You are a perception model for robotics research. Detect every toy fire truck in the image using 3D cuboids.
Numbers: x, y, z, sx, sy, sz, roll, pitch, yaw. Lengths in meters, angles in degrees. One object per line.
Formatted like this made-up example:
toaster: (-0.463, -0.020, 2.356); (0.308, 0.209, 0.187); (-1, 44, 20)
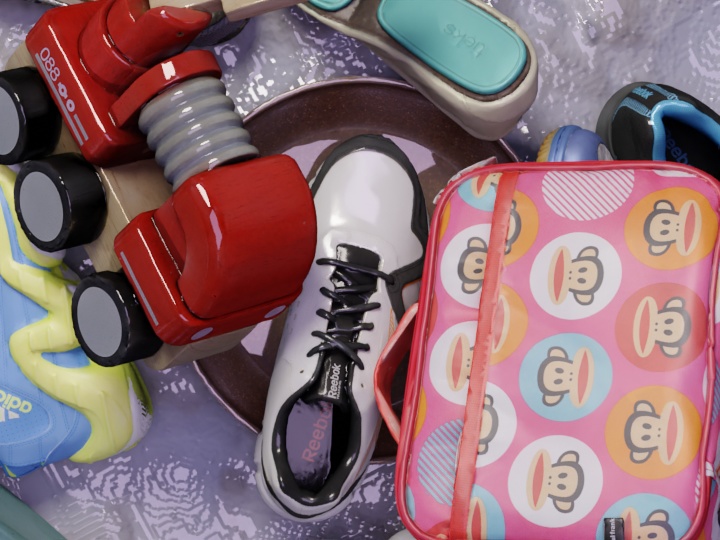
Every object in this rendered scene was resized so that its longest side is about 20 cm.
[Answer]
toy fire truck: (-0.065, -0.073, 1.152); (0.129, 0.200, 0.176); (-16, 72, -42)

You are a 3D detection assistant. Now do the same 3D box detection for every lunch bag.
lunch bag: (0.091, 0.048, 1.156); (0.176, 0.082, 0.200); (1, 71, 20)

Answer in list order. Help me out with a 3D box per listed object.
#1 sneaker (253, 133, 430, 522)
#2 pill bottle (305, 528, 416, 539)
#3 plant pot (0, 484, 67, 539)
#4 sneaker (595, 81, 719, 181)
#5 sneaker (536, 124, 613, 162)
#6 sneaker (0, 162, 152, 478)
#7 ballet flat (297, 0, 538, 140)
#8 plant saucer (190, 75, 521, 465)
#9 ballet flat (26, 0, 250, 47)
sneaker: (-0.005, 0.031, 1.212); (0.074, 0.080, 0.201); (10, 90, -2)
pill bottle: (0.065, 0.190, 1.243); (0.199, 0.109, 0.109); (8, 92, -4)
plant pot: (-0.231, 0.159, 1.210); (0.200, 0.141, 0.142); (29, 90, -12)
sneaker: (0.197, -0.012, 1.257); (0.073, 0.082, 0.200); (-43, 96, -4)
sneaker: (0.150, 0.017, 1.245); (0.088, 0.075, 0.200); (-11, 104, 31)
sneaker: (-0.190, 0.017, 1.235); (0.105, 0.076, 0.200); (-27, 95, -2)
ballet flat: (0.013, -0.137, 1.243); (0.069, 0.069, 0.200); (-45, 70, -1)
plant saucer: (0.000, 0.000, 1.267); (0.200, 0.037, 0.201); (0, 92, -4)
ballet flat: (-0.149, -0.165, 1.234); (0.200, 0.072, 0.072); (16, 91, -4)
